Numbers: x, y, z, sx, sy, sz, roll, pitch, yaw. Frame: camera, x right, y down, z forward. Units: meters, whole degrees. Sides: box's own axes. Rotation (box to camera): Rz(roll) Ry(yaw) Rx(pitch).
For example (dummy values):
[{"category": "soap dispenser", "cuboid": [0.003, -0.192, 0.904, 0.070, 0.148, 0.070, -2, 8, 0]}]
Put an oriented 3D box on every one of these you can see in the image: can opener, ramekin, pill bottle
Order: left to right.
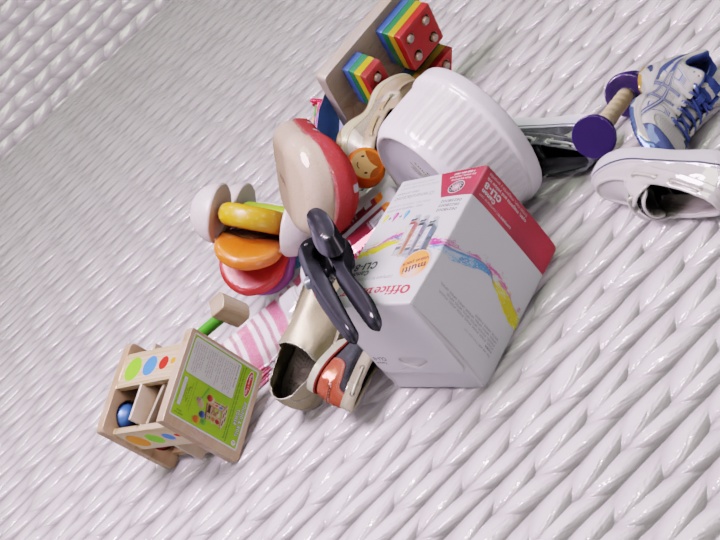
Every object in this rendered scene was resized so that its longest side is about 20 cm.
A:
[{"category": "can opener", "cuboid": [-0.027, 0.014, 1.376, 0.063, 0.079, 0.200, -32, 38, 7]}, {"category": "pill bottle", "cuboid": [0.000, 0.000, 1.608, 0.200, 0.113, 0.113, -41, 27, 8]}, {"category": "ramekin", "cuboid": [0.111, -0.134, 1.564, 0.105, 0.200, 0.200, -44, 27, -13]}]

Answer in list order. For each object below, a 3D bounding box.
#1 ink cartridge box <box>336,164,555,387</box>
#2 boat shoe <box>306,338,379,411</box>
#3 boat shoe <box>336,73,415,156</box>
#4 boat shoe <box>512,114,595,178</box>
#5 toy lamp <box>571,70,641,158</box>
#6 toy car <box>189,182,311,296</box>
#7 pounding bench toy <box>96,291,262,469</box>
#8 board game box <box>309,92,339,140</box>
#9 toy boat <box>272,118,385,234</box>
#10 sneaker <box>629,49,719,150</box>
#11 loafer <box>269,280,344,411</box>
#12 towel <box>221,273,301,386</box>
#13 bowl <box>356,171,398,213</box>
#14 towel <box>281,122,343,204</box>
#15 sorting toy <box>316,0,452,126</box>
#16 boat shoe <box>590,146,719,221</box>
[{"category": "ink cartridge box", "cuboid": [0.090, 0.011, 1.443, 0.145, 0.145, 0.200, -7, 45, 49]}, {"category": "boat shoe", "cuboid": [0.018, 0.087, 1.518, 0.062, 0.071, 0.200, 27, 50, 22]}, {"category": "boat shoe", "cuboid": [0.040, -0.203, 1.759, 0.065, 0.072, 0.200, 6, 36, 31]}, {"category": "boat shoe", "cuboid": [0.211, -0.142, 1.601, 0.199, 0.072, 0.068, -1, 46, 42]}, {"category": "toy lamp", "cuboid": [0.297, -0.187, 1.517, 0.058, 0.058, 0.200, -21, 15, 35]}, {"category": "toy car", "cuboid": [-0.134, -0.038, 1.788, 0.174, 0.151, 0.200, 10, 6, 16]}, {"category": "pounding bench toy", "cuboid": [-0.223, 0.133, 1.650, 0.156, 0.124, 0.201, -13, 52, 43]}, {"category": "board game box", "cuboid": [-0.065, -0.194, 1.887, 0.039, 0.159, 0.200, 4, 39, 7]}, {"category": "toy boat", "cuboid": [-0.032, -0.121, 1.614, 0.130, 0.131, 0.200, -11, 18, -8]}, {"category": "sneaker", "cuboid": [0.358, -0.188, 1.463, 0.088, 0.075, 0.200, -23, 32, 30]}, {"category": "loafer", "cuboid": [-0.054, 0.076, 1.527, 0.075, 0.068, 0.201, 22, 104, 26]}, {"category": "towel", "cuboid": [-0.132, 0.094, 1.738, 0.200, 0.030, 0.146, -41, 26, 1]}, {"category": "bowl", "cuboid": [0.023, -0.084, 1.729, 0.200, 0.094, 0.201, -31, 29, 19]}, {"category": "towel", "cuboid": [-0.033, -0.174, 2.009, 0.147, 0.024, 0.200, -10, 40, 44]}, {"category": "sorting toy", "cuboid": [0.057, -0.275, 1.875, 0.069, 0.199, 0.200, 26, 69, 37]}, {"category": "boat shoe", "cuboid": [0.315, -0.084, 1.380, 0.200, 0.072, 0.066, 7, 57, 51]}]
